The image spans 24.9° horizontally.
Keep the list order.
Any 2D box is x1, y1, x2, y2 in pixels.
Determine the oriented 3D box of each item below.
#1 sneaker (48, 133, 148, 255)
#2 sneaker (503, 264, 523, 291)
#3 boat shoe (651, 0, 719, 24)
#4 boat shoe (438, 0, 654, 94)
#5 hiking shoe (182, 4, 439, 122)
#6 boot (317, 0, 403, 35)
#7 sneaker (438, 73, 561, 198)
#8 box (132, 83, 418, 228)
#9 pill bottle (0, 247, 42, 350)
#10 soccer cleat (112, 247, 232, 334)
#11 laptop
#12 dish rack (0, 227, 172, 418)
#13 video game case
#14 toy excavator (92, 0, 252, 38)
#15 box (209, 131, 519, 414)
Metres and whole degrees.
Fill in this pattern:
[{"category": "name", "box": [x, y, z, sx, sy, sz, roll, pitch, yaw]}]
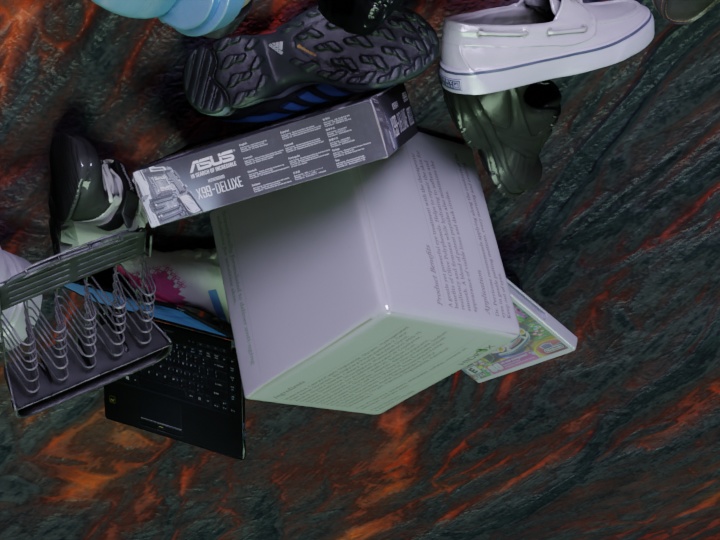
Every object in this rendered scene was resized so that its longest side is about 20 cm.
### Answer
[{"category": "sneaker", "box": [-0.216, -0.066, 1.373, 0.088, 0.074, 0.200, -7, 165, -13]}, {"category": "sneaker", "box": [0.136, 0.039, 1.791, 0.077, 0.076, 0.200, -14, 147, 17]}, {"category": "boat shoe", "box": [0.279, -0.241, 1.233, 0.074, 0.074, 0.200, -4, 155, -19]}, {"category": "boat shoe", "box": [0.151, -0.192, 1.281, 0.200, 0.074, 0.066, -21, 121, -29]}, {"category": "hiking shoe", "box": [-0.039, -0.162, 1.270, 0.199, 0.075, 0.087, -9, 174, 0]}, {"category": "boot", "box": [0.031, -0.212, 1.063, 0.168, 0.076, 0.200, -50, 160, -22]}, {"category": "sneaker", "box": [0.138, -0.126, 1.420, 0.091, 0.076, 0.200, -25, 156, 10]}, {"category": "box", "box": [-0.064, -0.095, 1.303, 0.199, 0.050, 0.158, -16, -172, 14]}, {"category": "pill bottle", "box": [-0.372, 0.008, 1.387, 0.119, 0.120, 0.200, -25, 154, 25]}, {"category": "soccer cleat", "box": [-0.150, 0.002, 1.574, 0.200, 0.070, 0.086, 27, 98, -39]}, {"category": "laptop", "box": [-0.211, 0.092, 1.578, 0.177, 0.201, 0.103, 14, -155, 29]}, {"category": "dish rack", "box": [-0.238, 0.041, 1.395, 0.153, 0.055, 0.200, -24, 158, -20]}, {"category": "video game case", "box": [0.111, 0.043, 1.709, 0.200, 0.018, 0.143, 39, 139, -27]}, {"category": "toy excavator", "box": [-0.164, -0.220, 0.999, 0.200, 0.195, 0.100, -30, 172, -42]}, {"category": "box", "box": [0.000, 0.000, 1.463, 0.171, 0.200, 0.200, 12, 146, -43]}]
